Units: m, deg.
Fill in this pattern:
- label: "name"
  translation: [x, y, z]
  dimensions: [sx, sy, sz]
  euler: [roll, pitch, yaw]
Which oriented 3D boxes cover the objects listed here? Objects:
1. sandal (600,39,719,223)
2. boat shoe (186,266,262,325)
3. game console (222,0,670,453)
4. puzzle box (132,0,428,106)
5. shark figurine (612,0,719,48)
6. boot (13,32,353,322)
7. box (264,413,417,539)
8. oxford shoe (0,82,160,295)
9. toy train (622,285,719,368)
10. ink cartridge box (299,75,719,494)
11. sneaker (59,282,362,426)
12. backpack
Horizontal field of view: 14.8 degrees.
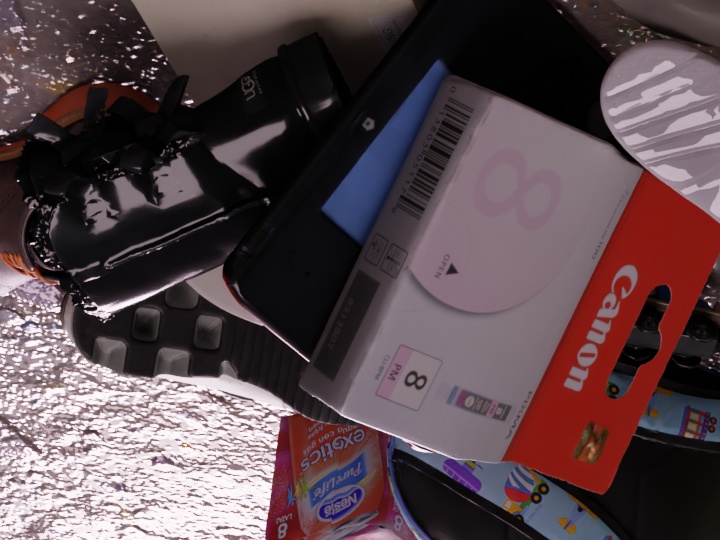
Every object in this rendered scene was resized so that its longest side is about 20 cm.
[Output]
- label: "sandal"
  translation: [0.198, -0.047, 1.292]
  dimensions: [0.207, 0.059, 0.079]
  euler: [38, 110, -16]
- label: "boat shoe"
  translation: [0.000, 0.000, 1.442]
  dimensions: [0.200, 0.072, 0.069]
  euler: [6, 176, 14]
- label: "game console"
  translation: [0.048, -0.026, 1.304]
  dimensions: [0.177, 0.200, 0.031]
  euler: [42, 174, -40]
- label: "puzzle box"
  translation: [-0.023, -0.103, 1.328]
  dimensions: [0.133, 0.025, 0.200]
  euler: [-6, 144, 19]
- label: "shark figurine"
  translation: [0.221, -0.123, 1.196]
  dimensions: [0.128, 0.090, 0.214]
  euler: [26, 144, -27]
- label: "boot"
  translation: [-0.061, -0.018, 1.334]
  dimensions: [0.162, 0.073, 0.198]
  euler: [-23, 133, 8]
- label: "box"
  translation: [0.040, 0.163, 1.639]
  dimensions: [0.095, 0.100, 0.200]
  euler: [-18, 139, 33]
- label: "oxford shoe"
  translation: [-0.172, -0.023, 1.433]
  dimensions: [0.071, 0.073, 0.200]
  euler: [24, 143, -22]
- label: "toy train"
  translation: [0.222, 0.035, 1.463]
  dimensions: [0.200, 0.046, 0.034]
  euler: [10, 140, -7]
- label: "ink cartridge box"
  translation: [0.088, 0.017, 1.303]
  dimensions: [0.200, 0.163, 0.057]
  euler: [23, -175, -31]
- label: "sneaker"
  translation: [-0.066, 0.034, 1.507]
  dimensions: [0.200, 0.074, 0.089]
  euler: [15, 180, -16]
- label: "backpack"
  translation: [0.106, 0.114, 1.492]
  dimensions: [0.200, 0.183, 0.135]
  euler: [28, 160, -5]
